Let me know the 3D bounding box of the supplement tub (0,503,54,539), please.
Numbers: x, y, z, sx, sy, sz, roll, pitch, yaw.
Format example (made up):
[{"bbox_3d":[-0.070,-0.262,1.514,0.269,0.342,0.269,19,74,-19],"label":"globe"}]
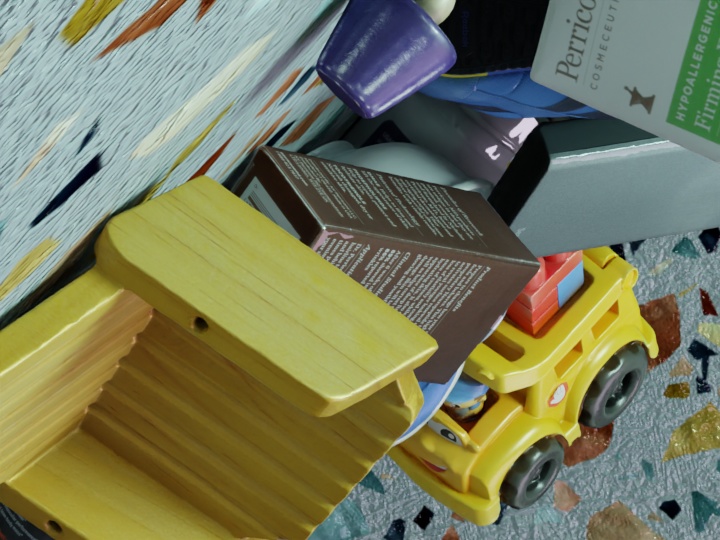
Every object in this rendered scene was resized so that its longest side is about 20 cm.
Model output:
[{"bbox_3d":[-0.136,0.098,1.157,0.200,0.107,0.107,-47,178,35],"label":"supplement tub"}]

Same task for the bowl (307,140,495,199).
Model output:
[{"bbox_3d":[-0.016,-0.019,1.397,0.201,0.090,0.201,-38,167,-10],"label":"bowl"}]

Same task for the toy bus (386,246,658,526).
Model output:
[{"bbox_3d":[0.102,0.049,1.507,0.200,0.136,0.192,-45,154,-16],"label":"toy bus"}]

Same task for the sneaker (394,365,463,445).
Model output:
[{"bbox_3d":[-0.018,0.092,1.387,0.199,0.077,0.111,-32,176,1],"label":"sneaker"}]

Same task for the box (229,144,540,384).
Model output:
[{"bbox_3d":[0.000,0.000,1.232,0.199,0.075,0.100,12,124,-49],"label":"box"}]

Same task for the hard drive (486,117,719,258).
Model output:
[{"bbox_3d":[0.179,-0.060,1.384,0.199,0.033,0.140,-9,156,-22],"label":"hard drive"}]

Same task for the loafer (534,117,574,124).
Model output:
[{"bbox_3d":[0.137,-0.145,1.490,0.063,0.072,0.201,-40,-136,17],"label":"loafer"}]

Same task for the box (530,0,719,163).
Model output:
[{"bbox_3d":[0.218,-0.188,1.140,0.200,0.171,0.200,-44,153,-47],"label":"box"}]

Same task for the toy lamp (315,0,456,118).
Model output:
[{"bbox_3d":[0.058,-0.152,0.979,0.200,0.058,0.058,-49,179,-6],"label":"toy lamp"}]

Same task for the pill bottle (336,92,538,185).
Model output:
[{"bbox_3d":[0.036,-0.061,1.527,0.200,0.120,0.120,-46,179,12],"label":"pill bottle"}]

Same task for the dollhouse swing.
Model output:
[{"bbox_3d":[-0.103,0.092,0.954,0.200,0.181,0.176,-51,-174,45],"label":"dollhouse swing"}]

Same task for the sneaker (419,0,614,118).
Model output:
[{"bbox_3d":[0.117,-0.119,1.272,0.078,0.199,0.066,102,-5,-74],"label":"sneaker"}]
